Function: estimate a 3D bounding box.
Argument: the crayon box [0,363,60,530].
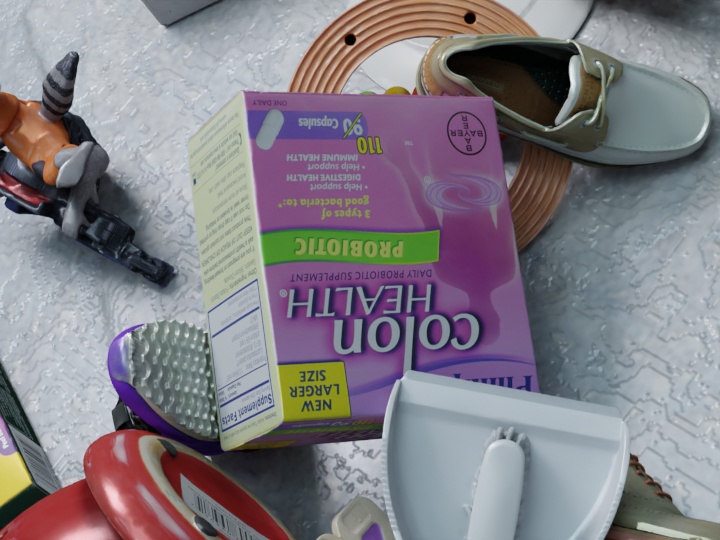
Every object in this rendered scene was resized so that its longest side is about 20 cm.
[{"bbox_3d":[-0.322,0.141,1.247,0.172,0.058,0.200,-36,53,2],"label":"crayon box"}]

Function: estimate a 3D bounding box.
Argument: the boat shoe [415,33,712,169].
[{"bbox_3d":[0.136,-0.110,1.132,0.199,0.068,0.075,7,88,-5],"label":"boat shoe"}]

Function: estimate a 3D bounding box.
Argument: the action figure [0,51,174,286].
[{"bbox_3d":[-0.206,-0.079,1.261,0.199,0.194,0.105,30,81,2],"label":"action figure"}]

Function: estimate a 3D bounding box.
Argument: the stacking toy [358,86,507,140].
[{"bbox_3d":[0.015,-0.099,1.226,0.199,0.085,0.086,-16,56,9],"label":"stacking toy"}]

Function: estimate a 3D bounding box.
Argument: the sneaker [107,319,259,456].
[{"bbox_3d":[-0.122,0.086,1.106,0.099,0.200,0.070,-13,70,21],"label":"sneaker"}]

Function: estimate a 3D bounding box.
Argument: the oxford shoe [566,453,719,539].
[{"bbox_3d":[0.155,0.137,1.025,0.199,0.071,0.074,12,64,29],"label":"oxford shoe"}]

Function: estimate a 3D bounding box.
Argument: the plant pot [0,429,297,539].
[{"bbox_3d":[-0.130,0.206,1.015,0.183,0.200,0.200,-50,53,5],"label":"plant pot"}]

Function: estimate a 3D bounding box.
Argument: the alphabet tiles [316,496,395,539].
[{"bbox_3d":[0.037,0.225,0.963,0.196,0.200,0.015,46,128,2],"label":"alphabet tiles"}]

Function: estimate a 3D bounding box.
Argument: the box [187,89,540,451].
[{"bbox_3d":[0.000,0.000,1.069,0.097,0.175,0.201,-30,64,60],"label":"box"}]

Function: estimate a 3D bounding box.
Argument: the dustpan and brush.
[{"bbox_3d":[0.069,0.163,0.961,0.139,0.057,0.201,10,85,3],"label":"dustpan and brush"}]

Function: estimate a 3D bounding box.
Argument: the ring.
[{"bbox_3d":[0.045,-0.091,1.178,0.199,0.019,0.202,0,91,0],"label":"ring"}]

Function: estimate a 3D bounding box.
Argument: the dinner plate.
[{"bbox_3d":[0.079,-0.214,1.295,0.199,0.024,0.201,-12,57,19],"label":"dinner plate"}]

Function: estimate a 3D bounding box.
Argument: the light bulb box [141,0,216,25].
[{"bbox_3d":[-0.117,-0.338,1.394,0.197,0.125,0.201,-24,55,10],"label":"light bulb box"}]
